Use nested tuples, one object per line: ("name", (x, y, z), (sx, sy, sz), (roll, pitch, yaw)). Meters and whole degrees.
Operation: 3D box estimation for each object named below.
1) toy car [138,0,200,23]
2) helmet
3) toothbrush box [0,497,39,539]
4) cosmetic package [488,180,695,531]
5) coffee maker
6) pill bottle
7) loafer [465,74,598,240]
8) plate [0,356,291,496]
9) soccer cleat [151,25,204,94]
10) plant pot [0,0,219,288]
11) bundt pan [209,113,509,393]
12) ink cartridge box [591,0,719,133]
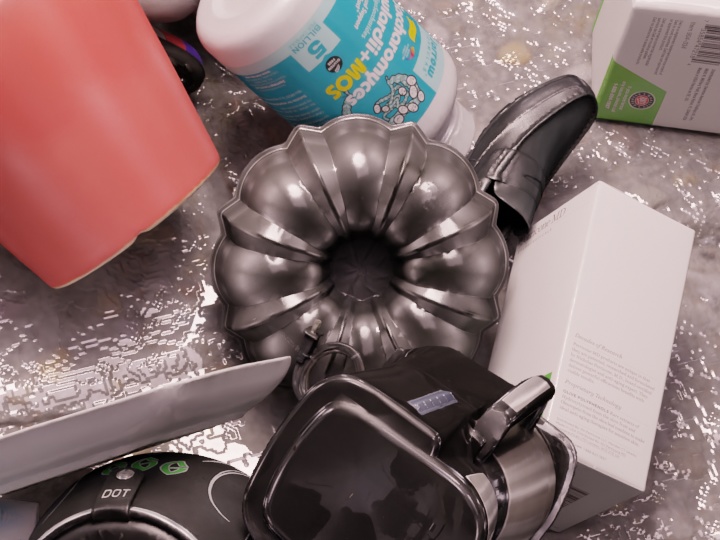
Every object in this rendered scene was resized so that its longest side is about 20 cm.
("toy car", (-0.139, -0.257, 1.698), (0.200, 0.150, 0.176), (0, 90, -50))
("helmet", (-0.112, 0.207, 1.423), (0.199, 0.191, 0.201), (0, 90, 13))
("toothbrush box", (-0.279, 0.234, 1.451), (0.146, 0.085, 0.201), (10, 59, -3))
("cosmetic package", (0.144, 0.057, 1.588), (0.085, 0.108, 0.201), (25, 58, -19))
("coffee maker", (0.010, 0.116, 1.418), (0.191, 0.200, 0.135), (13, 97, 19))
("pill bottle", (-0.009, -0.138, 1.638), (0.200, 0.111, 0.111), (40, 54, -33))
("loafer", (0.097, -0.050, 1.651), (0.201, 0.068, 0.070), (-45, 50, -10))
("plate", (-0.157, 0.100, 1.448), (0.199, 0.199, 0.032), (-19, 86, 20))
("soccer cleat", (-0.199, -0.181, 1.703), (0.199, 0.068, 0.073), (18, 54, 3))
("plant pot", (-0.198, -0.100, 1.577), (0.200, 0.200, 0.178), (-43, 102, -26))
("bundt pan", (0.000, 0.000, 1.569), (0.201, 0.076, 0.203), (0, 96, -1))
("ink cartridge box", (0.275, -0.167, 1.717), (0.199, 0.146, 0.084), (7, 59, -5))
